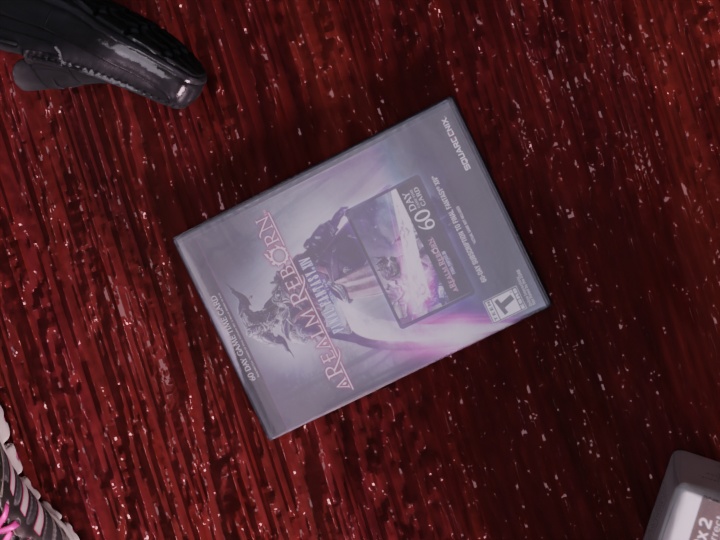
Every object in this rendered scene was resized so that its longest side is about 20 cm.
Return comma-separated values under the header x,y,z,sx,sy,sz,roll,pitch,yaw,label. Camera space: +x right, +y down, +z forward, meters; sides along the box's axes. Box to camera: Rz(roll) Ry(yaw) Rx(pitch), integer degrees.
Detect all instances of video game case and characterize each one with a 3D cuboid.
x,y,z,sx,sy,sz,roll,pitch,yaw,label
0.000,0.000,1.190,0.199,0.019,0.144,-26,90,9,video game case

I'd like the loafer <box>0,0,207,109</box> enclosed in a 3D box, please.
x,y,z,sx,sy,sz,roll,pitch,yaw,label
-0.189,-0.142,1.188,0.200,0.068,0.071,25,106,12,loafer

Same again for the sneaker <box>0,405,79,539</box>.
x,y,z,sx,sy,sz,roll,pitch,yaw,label
-0.239,0.156,1.204,0.073,0.087,0.201,-26,90,10,sneaker

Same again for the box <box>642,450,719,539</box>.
x,y,z,sx,sy,sz,roll,pitch,yaw,label
0.247,0.234,1.109,0.199,0.131,0.200,18,97,8,box
